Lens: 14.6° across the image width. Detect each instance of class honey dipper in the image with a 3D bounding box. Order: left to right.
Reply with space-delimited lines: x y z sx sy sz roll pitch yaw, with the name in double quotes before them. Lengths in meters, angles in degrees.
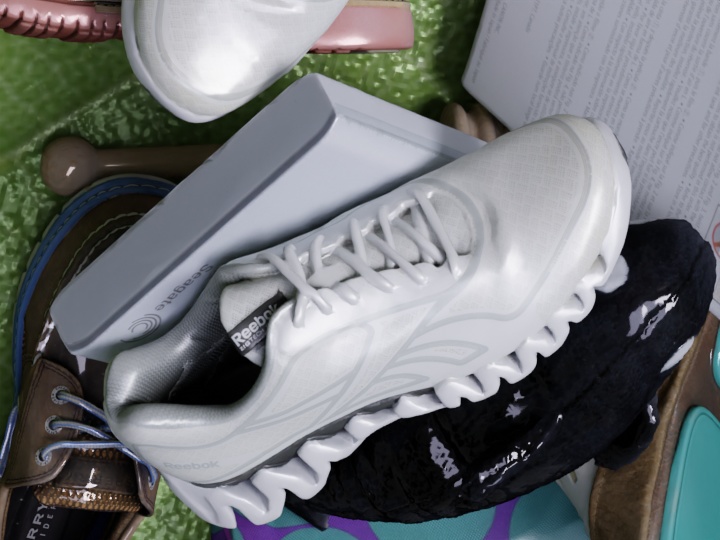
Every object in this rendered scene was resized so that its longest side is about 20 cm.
"honey dipper" -0.020 -0.043 1.050 0.199 0.038 0.038 -2 116 -11

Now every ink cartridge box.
"ink cartridge box" 0.130 -0.076 0.964 0.050 0.200 0.163 -23 144 -38

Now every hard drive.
"hard drive" 0.000 0.000 1.013 0.132 0.027 0.200 -40 149 22

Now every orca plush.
"orca plush" 0.035 0.050 0.982 0.199 0.071 0.106 -17 112 23

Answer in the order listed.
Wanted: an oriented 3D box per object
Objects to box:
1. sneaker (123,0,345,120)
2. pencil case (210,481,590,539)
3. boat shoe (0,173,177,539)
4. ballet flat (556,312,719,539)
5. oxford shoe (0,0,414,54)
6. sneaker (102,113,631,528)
"sneaker" -0.005 -0.136 0.928 0.075 0.081 0.200 38 85 -19
"pencil case" 0.040 0.107 1.109 0.199 0.086 0.093 -13 160 -7
"boat shoe" -0.098 0.062 1.049 0.072 0.072 0.201 8 118 -17
"ballet flat" 0.109 0.048 1.053 0.072 0.201 0.068 3 157 28
"oxford shoe" -0.077 -0.117 0.991 0.199 0.071 0.074 2 94 -18
"sneaker" 0.002 0.012 0.938 0.200 0.075 0.081 -36 142 13
